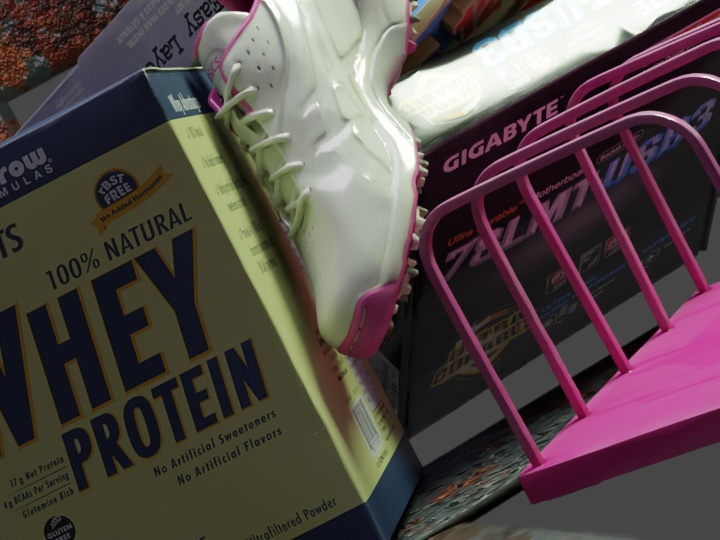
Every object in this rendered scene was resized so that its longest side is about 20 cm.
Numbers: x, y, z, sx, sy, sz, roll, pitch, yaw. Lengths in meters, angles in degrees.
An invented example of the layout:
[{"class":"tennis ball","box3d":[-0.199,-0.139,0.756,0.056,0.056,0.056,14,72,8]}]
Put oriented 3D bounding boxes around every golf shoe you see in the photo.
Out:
[{"class":"golf shoe","box3d":[-0.023,-0.054,1.095,0.091,0.200,0.075,7,-36,-14]}]

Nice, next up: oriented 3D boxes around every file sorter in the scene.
[{"class":"file sorter","box3d":[0.134,-0.021,1.087,0.139,0.126,0.200,-23,9,34]}]

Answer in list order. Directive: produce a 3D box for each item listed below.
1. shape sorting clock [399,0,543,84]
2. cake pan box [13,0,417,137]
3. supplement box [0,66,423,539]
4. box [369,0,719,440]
[{"class":"shape sorting clock","box3d":[0.050,-0.090,1.261,0.200,0.039,0.200,-43,-20,-20]},{"class":"cake pan box","box3d":[-0.043,-0.096,1.285,0.200,0.052,0.184,-43,-22,30]},{"class":"supplement box","box3d":[-0.083,0.035,1.117,0.134,0.200,0.200,-27,2,7]},{"class":"box","box3d":[0.085,-0.040,1.258,0.200,0.050,0.199,-30,-31,-25]}]
